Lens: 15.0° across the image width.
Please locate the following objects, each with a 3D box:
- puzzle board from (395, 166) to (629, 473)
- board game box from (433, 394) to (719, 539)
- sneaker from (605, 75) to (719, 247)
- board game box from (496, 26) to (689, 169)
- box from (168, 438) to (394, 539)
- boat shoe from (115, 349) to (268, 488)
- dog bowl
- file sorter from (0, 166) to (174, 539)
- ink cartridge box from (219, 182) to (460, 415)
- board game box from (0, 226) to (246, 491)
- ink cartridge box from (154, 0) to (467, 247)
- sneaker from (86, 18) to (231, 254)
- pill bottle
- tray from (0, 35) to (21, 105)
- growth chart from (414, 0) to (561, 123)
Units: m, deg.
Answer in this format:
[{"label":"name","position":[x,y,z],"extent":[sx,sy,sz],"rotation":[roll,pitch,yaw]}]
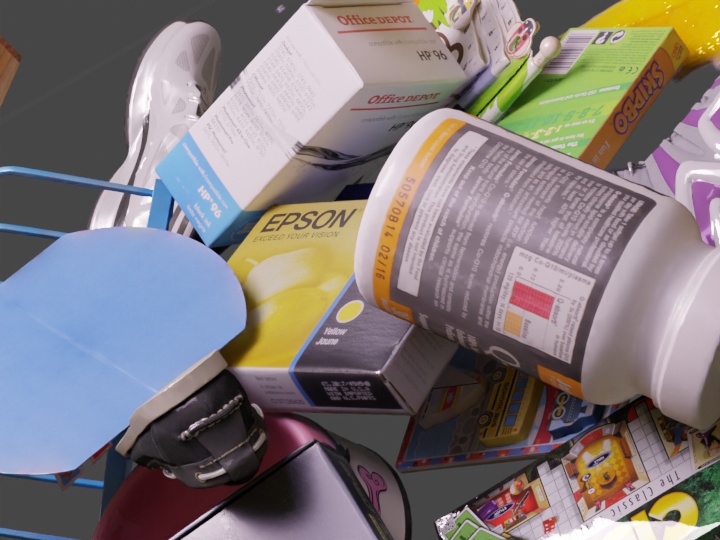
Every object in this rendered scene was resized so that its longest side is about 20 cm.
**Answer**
[{"label":"puzzle board","position":[0.104,0.024,1.584],"extent":[0.151,0.017,0.200],"rotation":[-9,48,37]},{"label":"board game box","position":[0.137,0.125,1.445],"extent":[0.200,0.023,0.105],"rotation":[-33,46,14]},{"label":"sneaker","position":[0.169,-0.055,1.528],"extent":[0.140,0.078,0.200],"rotation":[-2,52,25]},{"label":"board game box","position":[0.108,-0.068,1.637],"extent":[0.095,0.030,0.200],"rotation":[6,50,53]},{"label":"box","position":[-0.031,0.213,1.430],"extent":[0.158,0.051,0.200],"rotation":[-35,64,7]},{"label":"boat shoe","position":[-0.087,0.093,1.486],"extent":[0.072,0.068,0.200],"rotation":[-41,-1,-10]},{"label":"dog bowl","position":[-0.073,0.164,1.566],"extent":[0.200,0.074,0.200],"rotation":[-25,40,23]},{"label":"file sorter","position":[-0.191,0.054,1.691],"extent":[0.122,0.139,0.200],"rotation":[8,50,-3]},{"label":"ink cartridge box","position":[0.000,0.000,1.587],"extent":[0.197,0.047,0.200],"rotation":[-3,44,45]},{"label":"board game box","position":[-0.160,0.055,1.576],"extent":[0.158,0.039,0.200],"rotation":[27,56,39]},{"label":"ink cartridge box","position":[-0.018,-0.103,1.681],"extent":[0.200,0.116,0.068],"rotation":[-45,70,31]},{"label":"sneaker","position":[-0.102,-0.081,1.844],"extent":[0.115,0.076,0.201],"rotation":[0,62,32]},{"label":"pill bottle","position":[0.107,0.001,1.423],"extent":[0.200,0.116,0.116],"rotation":[24,70,20]},{"label":"tray","position":[-0.362,-0.123,2.141],"extent":[0.200,0.037,0.099],"rotation":[-10,48,38]},{"label":"growth chart","position":[0.046,-0.149,1.738],"extent":[0.145,0.018,0.200],"rotation":[-51,44,24]}]
